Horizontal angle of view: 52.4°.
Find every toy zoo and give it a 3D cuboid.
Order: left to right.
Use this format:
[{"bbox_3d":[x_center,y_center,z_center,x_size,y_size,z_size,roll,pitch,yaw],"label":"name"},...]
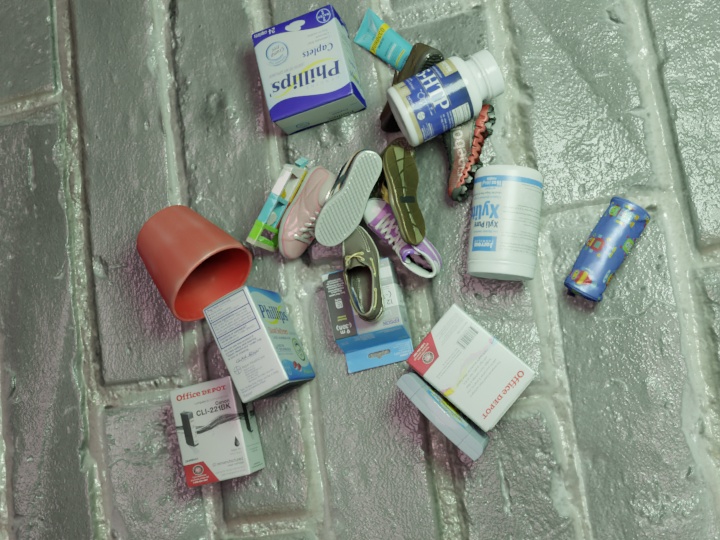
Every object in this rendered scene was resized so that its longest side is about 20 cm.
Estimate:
[{"bbox_3d":[-0.155,-0.136,1.482,0.020,0.131,0.201,28,91,15],"label":"toy zoo"}]

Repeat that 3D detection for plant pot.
[{"bbox_3d":[-0.352,-0.026,1.499,0.177,0.200,0.201,43,95,22],"label":"plant pot"}]

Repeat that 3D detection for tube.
[{"bbox_3d":[0.074,-0.449,1.501,0.200,0.050,0.078,42,122,15],"label":"tube"}]

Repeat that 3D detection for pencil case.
[{"bbox_3d":[0.453,-0.033,1.349,0.078,0.087,0.201,31,92,51],"label":"pencil case"}]

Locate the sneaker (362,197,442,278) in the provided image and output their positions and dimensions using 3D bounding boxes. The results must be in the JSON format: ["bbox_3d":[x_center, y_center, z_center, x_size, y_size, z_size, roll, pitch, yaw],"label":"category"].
[{"bbox_3d":[0.078,-0.064,1.405,0.200,0.114,0.073,41,105,2],"label":"sneaker"}]

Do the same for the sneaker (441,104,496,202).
[{"bbox_3d":[0.196,-0.236,1.437,0.097,0.071,0.202,16,86,15],"label":"sneaker"}]

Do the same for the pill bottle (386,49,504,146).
[{"bbox_3d":[0.160,-0.328,1.370,0.199,0.120,0.120,-27,78,1],"label":"pill bottle"}]

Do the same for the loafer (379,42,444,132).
[{"bbox_3d":[0.096,-0.363,1.454,0.200,0.073,0.071,-55,48,34],"label":"loafer"}]

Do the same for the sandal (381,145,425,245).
[{"bbox_3d":[0.073,-0.140,1.377,0.054,0.080,0.201,-23,72,46],"label":"sandal"}]

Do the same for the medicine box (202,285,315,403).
[{"bbox_3d":[-0.194,0.145,1.436,0.103,0.182,0.201,-27,79,9],"label":"medicine box"}]

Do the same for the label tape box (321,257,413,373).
[{"bbox_3d":[0.015,0.090,1.451,0.142,0.066,0.201,-14,79,12],"label":"label tape box"}]

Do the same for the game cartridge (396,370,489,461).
[{"bbox_3d":[0.155,0.265,1.363,0.200,0.133,0.041,43,101,13],"label":"game cartridge"}]

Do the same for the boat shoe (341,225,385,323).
[{"bbox_3d":[0.000,0.000,1.400,0.071,0.060,0.201,-15,74,13],"label":"boat shoe"}]

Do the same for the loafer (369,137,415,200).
[{"bbox_3d":[0.041,-0.185,1.475,0.200,0.067,0.076,-37,73,24],"label":"loafer"}]

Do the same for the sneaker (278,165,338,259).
[{"bbox_3d":[-0.091,-0.106,1.472,0.104,0.075,0.201,28,95,42],"label":"sneaker"}]

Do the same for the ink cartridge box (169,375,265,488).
[{"bbox_3d":[-0.292,0.323,1.492,0.143,0.084,0.201,-16,80,13],"label":"ink cartridge box"}]

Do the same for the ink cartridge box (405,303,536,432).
[{"bbox_3d":[0.209,0.183,1.382,0.200,0.083,0.146,41,92,14],"label":"ink cartridge box"}]

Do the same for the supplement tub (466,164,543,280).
[{"bbox_3d":[0.270,-0.087,1.372,0.131,0.132,0.201,5,84,14],"label":"supplement tub"}]

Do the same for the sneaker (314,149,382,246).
[{"bbox_3d":[-0.022,-0.140,1.407,0.078,0.079,0.201,30,100,-14],"label":"sneaker"}]

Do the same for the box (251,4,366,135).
[{"bbox_3d":[-0.106,-0.411,1.513,0.183,0.105,0.201,-16,81,12],"label":"box"}]
